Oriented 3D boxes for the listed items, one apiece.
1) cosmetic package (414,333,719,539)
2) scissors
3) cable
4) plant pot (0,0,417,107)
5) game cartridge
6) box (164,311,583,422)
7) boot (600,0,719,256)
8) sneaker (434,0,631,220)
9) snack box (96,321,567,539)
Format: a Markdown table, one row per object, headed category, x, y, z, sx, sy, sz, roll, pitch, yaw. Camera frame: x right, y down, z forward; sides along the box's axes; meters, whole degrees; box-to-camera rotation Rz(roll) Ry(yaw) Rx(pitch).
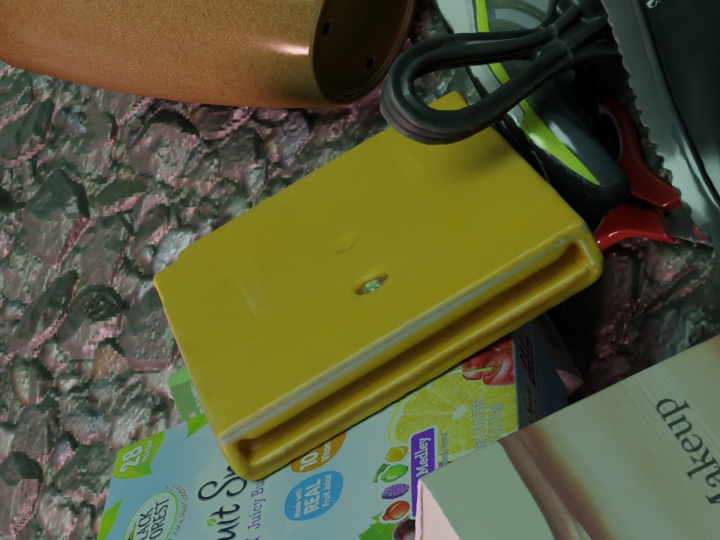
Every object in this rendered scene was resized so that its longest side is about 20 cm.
| category | x | y | z | sx | sy | sz | roll | pitch | yaw |
| --- | --- | --- | --- | --- | --- | --- | --- | --- | --- |
| cosmetic package | 0.128 | 0.086 | 0.761 | 0.199 | 0.087 | 0.104 | -26 | 61 | -14 |
| scissors | 0.146 | -0.016 | 1.010 | 0.200 | 0.014 | 0.073 | 37 | 96 | 40 |
| cable | 0.095 | -0.103 | 0.993 | 0.200 | 0.097 | 0.050 | -42 | 0 | -23 |
| plant pot | -0.077 | -0.160 | 1.151 | 0.200 | 0.186 | 0.187 | 26 | 91 | 28 |
| game cartridge | 0.000 | 0.000 | 0.982 | 0.176 | 0.033 | 0.200 | -30 | 23 | -1 |
| box | 0.001 | 0.055 | 1.087 | 0.200 | 0.036 | 0.145 | -39 | 53 | 20 |
| boot | 0.195 | -0.107 | 0.811 | 0.200 | 0.066 | 0.165 | -31 | 60 | 21 |
| sneaker | 0.089 | -0.107 | 1.042 | 0.081 | 0.074 | 0.200 | -27 | 50 | 6 |
| snack box | -0.013 | 0.105 | 0.911 | 0.199 | 0.068 | 0.169 | -25 | 24 | 14 |
